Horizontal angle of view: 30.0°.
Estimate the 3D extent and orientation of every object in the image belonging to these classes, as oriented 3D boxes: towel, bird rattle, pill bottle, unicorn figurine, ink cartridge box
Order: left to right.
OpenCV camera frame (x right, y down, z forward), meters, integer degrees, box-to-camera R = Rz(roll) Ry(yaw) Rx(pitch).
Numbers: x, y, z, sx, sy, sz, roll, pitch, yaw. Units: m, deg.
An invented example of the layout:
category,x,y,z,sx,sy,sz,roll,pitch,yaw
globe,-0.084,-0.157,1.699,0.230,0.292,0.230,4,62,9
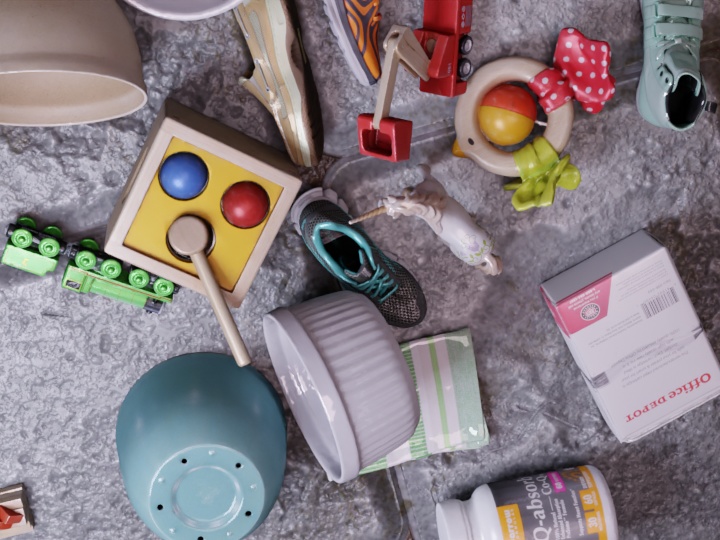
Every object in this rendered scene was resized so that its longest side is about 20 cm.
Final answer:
category,x,y,z,sx,sy,sz,roll,pitch,yaw
towel,0.045,0.160,1.575,0.199,0.023,0.153,-13,109,-4
unicorn figurine,0.082,-0.059,1.446,0.199,0.137,0.074,27,103,-16
pill bottle,0.196,0.305,1.598,0.199,0.116,0.117,-10,110,-6
bird rattle,0.184,-0.168,1.450,0.162,0.113,0.201,15,103,4
ink cartridge box,0.317,0.077,1.556,0.145,0.085,0.201,-28,108,1

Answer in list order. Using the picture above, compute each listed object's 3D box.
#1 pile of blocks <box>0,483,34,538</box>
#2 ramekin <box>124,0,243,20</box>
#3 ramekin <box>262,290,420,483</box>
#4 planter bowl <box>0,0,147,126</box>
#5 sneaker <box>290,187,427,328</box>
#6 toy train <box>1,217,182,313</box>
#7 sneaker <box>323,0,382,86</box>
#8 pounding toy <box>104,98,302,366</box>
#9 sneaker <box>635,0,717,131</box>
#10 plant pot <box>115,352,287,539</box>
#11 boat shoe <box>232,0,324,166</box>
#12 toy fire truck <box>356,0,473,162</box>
category,x,y,z,sx,sy,sz,roll,pitch,yaw
pile of blocks,-0.469,0.279,1.515,0.199,0.062,0.083,11,106,-12
ramekin,-0.177,-0.355,1.328,0.199,0.098,0.202,-2,109,-7
ramekin,-0.017,0.117,1.446,0.105,0.200,0.201,-24,111,-14
planter bowl,-0.311,-0.231,1.314,0.199,0.200,0.136,-2,83,-8
sneaker,0.000,0.000,1.478,0.078,0.091,0.200,-44,109,8
toy train,-0.293,-0.001,1.461,0.199,0.042,0.057,20,114,-15
sneaker,0.013,-0.297,1.387,0.112,0.078,0.201,-20,110,-1
pounding toy,-0.162,-0.041,1.412,0.183,0.142,0.201,24,103,-15
sneaker,0.345,-0.247,1.433,0.073,0.118,0.202,-1,107,-7
plant pot,-0.173,0.213,1.486,0.199,0.161,0.202,-2,108,-7
boat shoe,-0.091,-0.204,1.415,0.076,0.072,0.201,-10,102,9
toy fire truck,0.059,-0.223,1.390,0.141,0.049,0.201,-22,121,-49
